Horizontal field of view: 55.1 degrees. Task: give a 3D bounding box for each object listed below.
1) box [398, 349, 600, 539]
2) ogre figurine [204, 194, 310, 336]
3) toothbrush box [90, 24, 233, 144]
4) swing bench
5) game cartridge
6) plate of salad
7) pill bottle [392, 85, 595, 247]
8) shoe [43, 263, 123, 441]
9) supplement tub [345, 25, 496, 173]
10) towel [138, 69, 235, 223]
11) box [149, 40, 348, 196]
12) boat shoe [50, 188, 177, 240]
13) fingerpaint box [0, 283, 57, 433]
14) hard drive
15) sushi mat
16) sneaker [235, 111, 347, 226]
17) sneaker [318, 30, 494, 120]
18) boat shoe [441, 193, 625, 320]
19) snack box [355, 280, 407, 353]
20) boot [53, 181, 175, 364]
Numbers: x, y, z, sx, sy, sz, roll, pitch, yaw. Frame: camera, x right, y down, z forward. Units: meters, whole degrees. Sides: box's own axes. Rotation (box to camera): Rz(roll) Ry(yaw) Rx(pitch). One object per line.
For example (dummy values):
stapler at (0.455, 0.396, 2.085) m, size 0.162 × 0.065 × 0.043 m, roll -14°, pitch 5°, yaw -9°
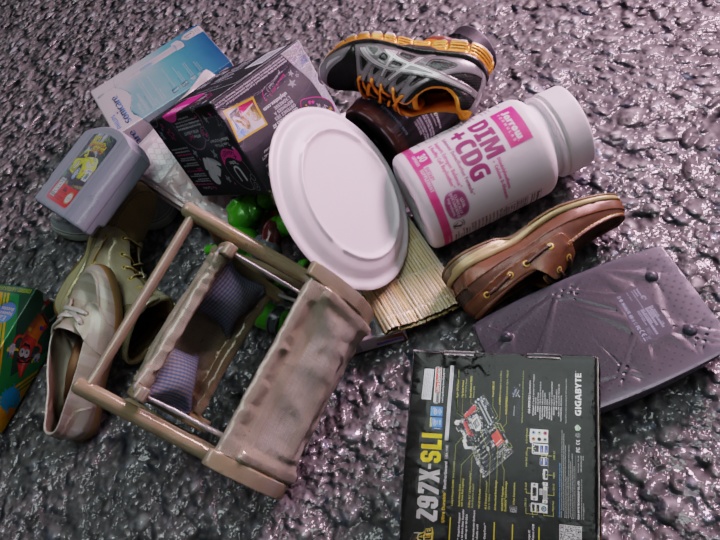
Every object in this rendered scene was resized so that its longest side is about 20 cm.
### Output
box at (0.117, 0.169, 0.572) m, size 0.159 × 0.049 × 0.201 m, roll -2°, pitch 71°, yaw 21°
ogre figurine at (-0.106, -0.022, 0.788) m, size 0.119 × 0.202 × 0.098 m, roll -1°, pitch 10°, yaw 26°
toothbrush box at (-0.289, -0.264, 1.050) m, size 0.199 × 0.085 × 0.147 m, roll -35°, pitch 51°, yaw -8°
swing bench at (-0.116, 0.079, 0.653) m, size 0.199 × 0.130 × 0.200 m, roll 24°, pitch 74°, yaw 10°
game cartridge at (-0.344, -0.122, 0.885) m, size 0.199 × 0.041 × 0.133 m, roll 21°, pitch 70°, yaw 49°
plate of salad at (-0.023, -0.073, 0.717) m, size 0.048 × 0.200 × 0.201 m, roll -22°, pitch 44°, yaw 40°
pill bottle at (0.146, -0.117, 0.762) m, size 0.199 × 0.114 × 0.114 m, roll -27°, pitch 50°, yaw 0°
shoe at (-0.313, 0.089, 0.771) m, size 0.070 × 0.053 × 0.202 m, roll -2°, pitch 79°, yaw 29°
supplement tub at (0.082, -0.220, 0.869) m, size 0.200 × 0.107 × 0.107 m, roll -44°, pitch 52°, yaw -15°
towel at (-0.186, -0.160, 0.925) m, size 0.190 × 0.032 × 0.201 m, roll 31°, pitch 67°, yaw 7°
box at (-0.131, -0.167, 0.797) m, size 0.132 × 0.115 × 0.200 m, roll -43°, pitch 27°, yaw -23°
boat shoe at (-0.353, -0.093, 0.957) m, size 0.199 × 0.072 × 0.070 m, roll -5°, pitch 53°, yaw 16°
fingerpaint box at (-0.500, 0.100, 0.868) m, size 0.199 × 0.074 × 0.168 m, roll 5°, pitch 57°, yaw 24°
hard drive at (0.220, 0.067, 0.645) m, size 0.199 × 0.042 × 0.135 m, roll -23°, pitch 50°, yaw 4°
sushi mat at (0.029, -0.019, 0.770) m, size 0.095 × 0.012 × 0.201 m, roll -21°, pitch 53°, yaw -13°
sneaker at (-0.060, -0.121, 0.884) m, size 0.200 × 0.073 × 0.085 m, roll -43°, pitch 85°, yaw -18°
sneaker at (0.044, -0.212, 0.767) m, size 0.199 × 0.078 × 0.078 m, roll 6°, pitch 74°, yaw 21°
boat shoe at (0.184, -0.012, 0.705) m, size 0.199 × 0.072 × 0.068 m, roll -26°, pitch 68°, yaw -3°
snack box at (0.000, 0.000, 0.788) m, size 0.071 × 0.024 × 0.201 m, roll -16°, pitch 51°, yaw 7°
boot at (-0.275, -0.001, 0.844) m, size 0.155 × 0.073 × 0.201 m, roll 24°, pitch 81°, yaw 32°
